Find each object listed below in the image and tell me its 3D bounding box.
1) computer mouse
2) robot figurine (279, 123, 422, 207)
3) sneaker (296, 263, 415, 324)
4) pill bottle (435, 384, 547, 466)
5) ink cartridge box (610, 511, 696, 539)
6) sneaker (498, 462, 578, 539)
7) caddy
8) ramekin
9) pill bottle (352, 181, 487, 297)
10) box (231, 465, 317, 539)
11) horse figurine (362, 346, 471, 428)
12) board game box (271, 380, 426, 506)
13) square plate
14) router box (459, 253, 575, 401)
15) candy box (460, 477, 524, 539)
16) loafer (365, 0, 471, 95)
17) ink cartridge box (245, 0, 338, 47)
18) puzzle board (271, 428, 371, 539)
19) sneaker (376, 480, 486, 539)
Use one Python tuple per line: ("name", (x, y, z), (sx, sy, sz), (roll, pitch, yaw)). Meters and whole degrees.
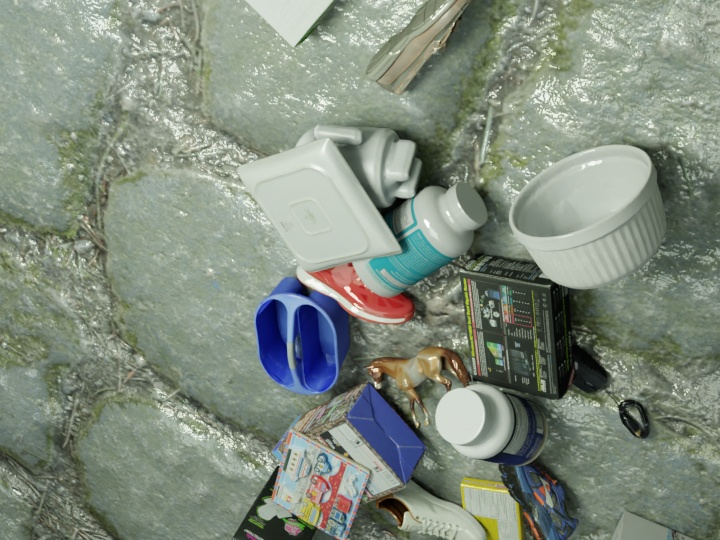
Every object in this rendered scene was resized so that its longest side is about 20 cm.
("computer mouse", (0.368, 0.189, 1.677), (0.200, 0.034, 0.059), (43, 125, -6))
("robot figurine", (-0.014, -0.150, 1.585), (0.199, 0.113, 0.170), (5, 146, 19))
("sneaker", (0.000, 0.000, 1.691), (0.199, 0.078, 0.116), (22, 126, 8))
("pill bottle", (0.195, 0.232, 1.663), (0.111, 0.200, 0.112), (-10, 71, 31))
("ink cartridge box", (0.480, 0.514, 1.754), (0.199, 0.146, 0.147), (21, 124, 10))
("sneaker", (0.288, 0.356, 1.794), (0.201, 0.078, 0.075), (65, 162, -6))
("caddy", (-0.095, 0.108, 1.770), (0.141, 0.105, 0.201), (8, 125, 16))
("ramekin", (0.306, -0.065, 1.457), (0.199, 0.201, 0.105), (-15, 121, 29))
("pill bottle", (0.088, -0.050, 1.604), (0.200, 0.111, 0.111), (-32, 103, 34))
("box", (-0.160, 0.483, 1.968), (0.124, 0.200, 0.149), (31, 126, 2))
("horse figurine", (0.105, 0.173, 1.756), (0.200, 0.050, 0.133), (-32, 81, 44))
("board game box", (-0.019, 0.302, 1.851), (0.200, 0.097, 0.160), (-31, 104, 41))
("square plate", (-0.064, -0.082, 1.566), (0.197, 0.028, 0.200), (-12, 120, 43))
("router box", (0.233, 0.083, 1.633), (0.149, 0.062, 0.201), (11, 123, 33))
("candy box", (0.230, 0.446, 1.891), (0.102, 0.026, 0.201), (4, 120, 21))
("loafer", (0.089, -0.311, 1.483), (0.063, 0.072, 0.200), (34, 134, -21))
("ink cartridge box", (-0.123, -0.416, 1.504), (0.200, 0.059, 0.104), (44, 125, -6))
("puzzle board", (-0.071, 0.365, 1.850), (0.150, 0.017, 0.201), (26, 132, 11))
("sneaker", (0.115, 0.431, 1.881), (0.199, 0.085, 0.073), (27, 131, 14))
